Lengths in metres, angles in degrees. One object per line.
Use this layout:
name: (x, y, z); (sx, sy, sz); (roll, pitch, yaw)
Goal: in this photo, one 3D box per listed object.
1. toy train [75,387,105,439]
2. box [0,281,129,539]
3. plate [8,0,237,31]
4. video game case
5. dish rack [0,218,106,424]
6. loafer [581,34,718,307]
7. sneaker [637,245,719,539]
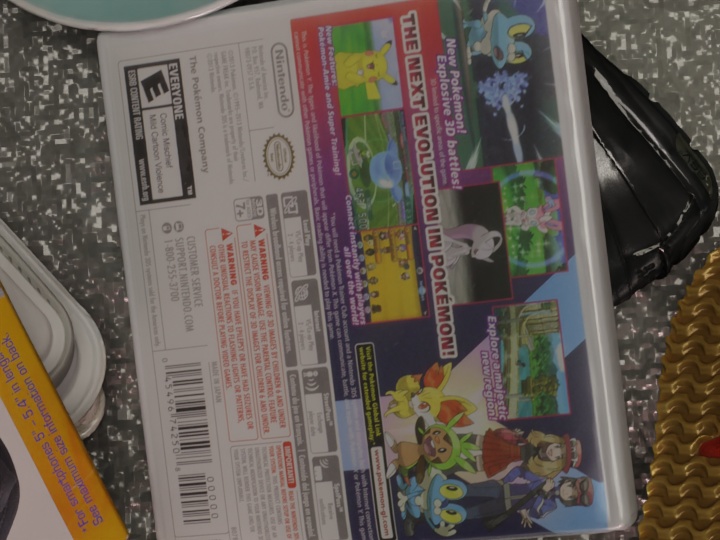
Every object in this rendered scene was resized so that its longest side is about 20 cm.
toy train: (-0.194, 0.089, 0.787); (0.198, 0.056, 0.152); (-5, 83, 2)
box: (-0.187, 0.089, 0.701); (0.199, 0.041, 0.120); (-33, 109, -23)
plate: (-0.075, -0.182, 0.810); (0.198, 0.026, 0.202); (-5, 73, 18)
video game case: (0.000, 0.000, 0.770); (0.180, 0.023, 0.202); (-7, 90, 19)
dish rack: (-0.211, 0.032, 0.765); (0.200, 0.044, 0.172); (-40, 73, -18)
loafer: (0.047, -0.073, 0.790); (0.070, 0.068, 0.201); (-42, 87, -12)
sneaker: (0.152, 0.074, 0.774); (0.074, 0.090, 0.201); (0, 57, 36)
